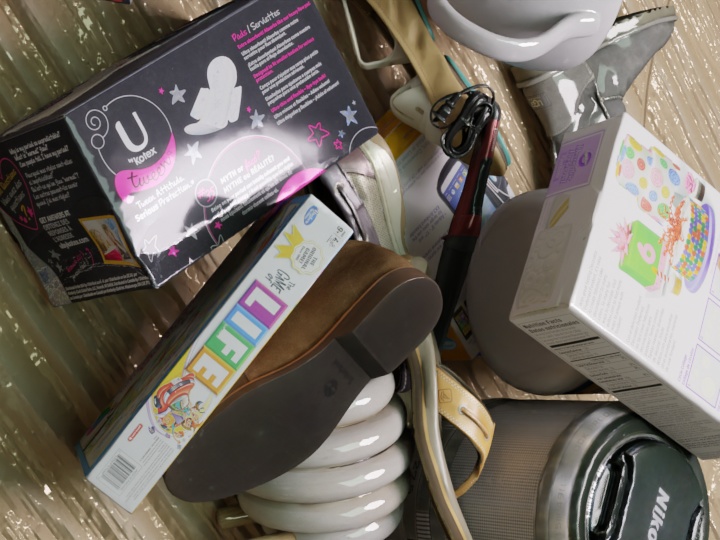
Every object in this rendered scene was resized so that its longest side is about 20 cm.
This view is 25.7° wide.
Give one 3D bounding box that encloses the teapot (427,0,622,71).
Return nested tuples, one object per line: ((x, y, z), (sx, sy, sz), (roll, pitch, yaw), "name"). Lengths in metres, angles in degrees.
((0.098, -0.233, 1.084), (0.145, 0.200, 0.200), (7, 91, -12), "teapot")

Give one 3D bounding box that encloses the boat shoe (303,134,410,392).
((0.000, 0.000, 1.089), (0.064, 0.072, 0.202), (-26, 120, -28), "boat shoe")

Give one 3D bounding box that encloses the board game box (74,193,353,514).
((-0.091, 0.044, 0.935), (0.034, 0.134, 0.200), (39, 83, -11), "board game box")

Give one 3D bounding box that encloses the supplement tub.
((0.192, 0.018, 1.156), (0.199, 0.144, 0.146), (2, 86, -38), "supplement tub")

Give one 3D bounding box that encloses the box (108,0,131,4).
((-0.215, -0.237, 0.887), (0.198, 0.038, 0.138), (9, 79, -8), "box")

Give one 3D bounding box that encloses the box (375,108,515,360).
((0.068, -0.029, 1.177), (0.119, 0.041, 0.201), (-46, 118, -33), "box")

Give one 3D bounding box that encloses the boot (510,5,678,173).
((0.214, -0.098, 1.283), (0.181, 0.072, 0.201), (-27, 98, -24), "boot")

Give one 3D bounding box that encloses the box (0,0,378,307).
((-0.114, -0.080, 0.965), (0.200, 0.132, 0.115), (-37, 107, -36), "box")

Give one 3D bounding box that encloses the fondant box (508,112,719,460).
((0.200, 0.014, 1.033), (0.199, 0.058, 0.145), (35, 61, -29), "fondant box")

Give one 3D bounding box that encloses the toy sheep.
((-0.030, 0.113, 1.028), (0.137, 0.137, 0.202), (-21, 118, -39), "toy sheep")

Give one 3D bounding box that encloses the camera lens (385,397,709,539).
((0.132, 0.171, 1.112), (0.159, 0.199, 0.162), (3, 85, -39), "camera lens")

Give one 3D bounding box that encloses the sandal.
((0.059, 0.087, 1.034), (0.053, 0.080, 0.202), (-8, 85, 2), "sandal")

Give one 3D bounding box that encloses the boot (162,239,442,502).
((-0.046, 0.060, 0.958), (0.200, 0.075, 0.074), (-40, 136, -10), "boot")

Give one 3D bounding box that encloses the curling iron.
((0.060, -0.028, 1.074), (0.049, 0.026, 0.202), (6, 100, -11), "curling iron")

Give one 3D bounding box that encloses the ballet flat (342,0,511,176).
((0.035, -0.143, 1.116), (0.063, 0.069, 0.201), (-27, 80, -3), "ballet flat")
